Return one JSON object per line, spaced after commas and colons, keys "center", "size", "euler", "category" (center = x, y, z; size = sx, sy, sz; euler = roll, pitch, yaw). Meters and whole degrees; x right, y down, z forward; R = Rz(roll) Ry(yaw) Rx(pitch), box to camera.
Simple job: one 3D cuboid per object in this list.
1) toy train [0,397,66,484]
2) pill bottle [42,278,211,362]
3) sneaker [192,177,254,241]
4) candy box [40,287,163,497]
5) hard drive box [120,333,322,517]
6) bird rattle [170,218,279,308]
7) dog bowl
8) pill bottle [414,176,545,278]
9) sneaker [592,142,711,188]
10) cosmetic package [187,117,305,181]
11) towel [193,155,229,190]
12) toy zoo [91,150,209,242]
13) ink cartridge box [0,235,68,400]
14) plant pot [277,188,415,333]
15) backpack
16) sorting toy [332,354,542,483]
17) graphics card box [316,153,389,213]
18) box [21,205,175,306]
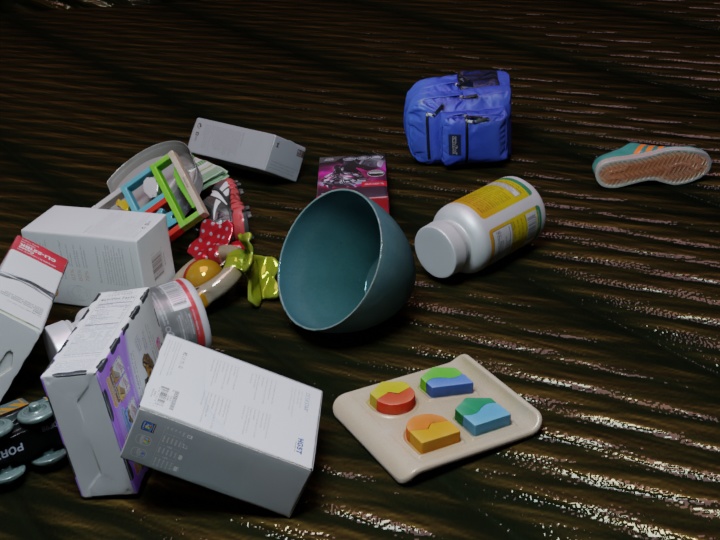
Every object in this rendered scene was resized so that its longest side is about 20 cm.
{"center": [-0.441, 0.206, 1.328], "size": [0.200, 0.085, 0.114], "euler": [-23, 23, -31], "category": "toy train"}
{"center": [-0.310, 0.091, 1.486], "size": [0.200, 0.114, 0.114], "euler": [-19, 31, -24], "category": "pill bottle"}
{"center": [-0.242, -0.102, 1.888], "size": [0.098, 0.071, 0.200], "euler": [-9, 28, -10], "category": "sneaker"}
{"center": [-0.290, 0.141, 1.326], "size": [0.071, 0.168, 0.200], "euler": [-6, 26, 11], "category": "candy box"}
{"center": [-0.151, 0.172, 1.261], "size": [0.200, 0.077, 0.156], "euler": [21, 26, -8], "category": "hard drive box"}
{"center": [-0.223, -0.008, 1.686], "size": [0.163, 0.113, 0.200], "euler": [-40, 38, -24], "category": "bird rattle"}
{"center": [-0.355, -0.130, 1.896], "size": [0.200, 0.059, 0.200], "euler": [-21, 40, 19], "category": "dog bowl"}
{"center": [0.181, -0.062, 1.705], "size": [0.200, 0.113, 0.113], "euler": [-28, 35, -36], "category": "pill bottle"}
{"center": [0.506, -0.194, 1.948], "size": [0.200, 0.071, 0.080], "euler": [-4, 32, 5], "category": "sneaker"}
{"center": [-0.213, -0.225, 2.079], "size": [0.200, 0.074, 0.102], "euler": [18, 1, 35], "category": "cosmetic package"}
{"center": [-0.343, -0.163, 2.027], "size": [0.152, 0.023, 0.200], "euler": [-31, 31, -22], "category": "towel"}
{"center": [-0.352, -0.086, 1.790], "size": [0.200, 0.020, 0.131], "euler": [-35, 66, 9], "category": "toy zoo"}
{"center": [-0.479, 0.066, 1.511], "size": [0.084, 0.144, 0.200], "euler": [29, 22, -18], "category": "ink cartridge box"}
{"center": [0.000, 0.000, 1.565], "size": [0.135, 0.200, 0.200], "euler": [19, 6, -43], "category": "plant pot"}
{"center": [0.178, -0.278, 2.064], "size": [0.200, 0.163, 0.168], "euler": [-1, 31, 5], "category": "backpack"}
{"center": [0.091, 0.169, 1.357], "size": [0.200, 0.037, 0.185], "euler": [-18, 31, -23], "category": "sorting toy"}
{"center": [-0.013, -0.145, 1.959], "size": [0.125, 0.051, 0.200], "euler": [-4, 27, 3], "category": "graphics card box"}
{"center": [-0.396, -0.019, 1.698], "size": [0.200, 0.125, 0.098], "euler": [6, 29, 18], "category": "box"}
